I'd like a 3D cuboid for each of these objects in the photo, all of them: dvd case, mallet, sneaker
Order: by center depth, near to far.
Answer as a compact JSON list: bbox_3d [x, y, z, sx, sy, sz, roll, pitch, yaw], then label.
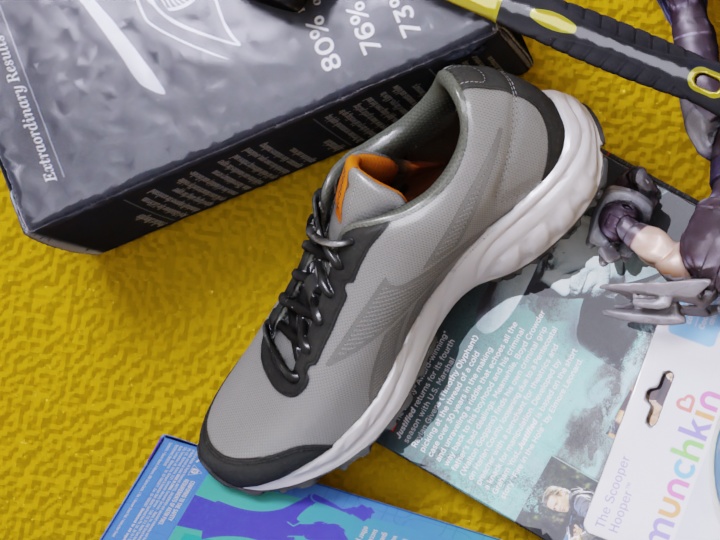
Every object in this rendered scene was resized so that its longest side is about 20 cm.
[{"bbox_3d":[0.047,-0.107,1.027,0.199,0.041,0.066,15,91,7],"label":"mallet"},{"bbox_3d":[0.000,0.000,1.081,0.200,0.079,0.074,-49,41,17],"label":"sneaker"},{"bbox_3d":[0.104,0.041,1.116,0.200,0.022,0.146,29,91,10],"label":"dvd case"}]

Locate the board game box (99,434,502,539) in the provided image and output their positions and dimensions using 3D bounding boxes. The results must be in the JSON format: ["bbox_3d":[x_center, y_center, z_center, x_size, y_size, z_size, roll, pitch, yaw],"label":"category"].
[{"bbox_3d":[-0.010,0.148,1.067,0.199,0.152,0.045,16,128,12],"label":"board game box"}]

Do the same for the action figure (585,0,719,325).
[{"bbox_3d":[0.146,-0.051,1.074,0.130,0.069,0.201,-4,76,5],"label":"action figure"}]

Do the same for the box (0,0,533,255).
[{"bbox_3d":[-0.054,-0.112,1.115,0.200,0.104,0.148,-22,82,8],"label":"box"}]

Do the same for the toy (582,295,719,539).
[{"bbox_3d":[0.193,0.077,1.063,0.200,0.047,0.115,21,87,10],"label":"toy"}]
